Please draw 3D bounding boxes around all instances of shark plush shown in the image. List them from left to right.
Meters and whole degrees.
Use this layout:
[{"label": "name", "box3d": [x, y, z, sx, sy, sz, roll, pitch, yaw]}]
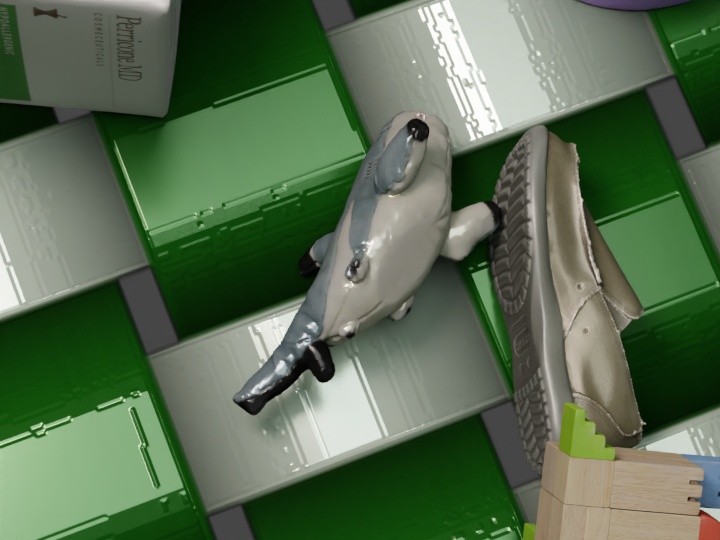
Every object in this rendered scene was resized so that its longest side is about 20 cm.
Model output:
[{"label": "shark plush", "box3d": [0.000, 0.000, 1.369, 0.091, 0.083, 0.201, 30, 83, -41]}]

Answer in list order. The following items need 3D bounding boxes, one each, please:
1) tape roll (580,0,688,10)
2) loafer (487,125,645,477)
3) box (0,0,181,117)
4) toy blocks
[{"label": "tape roll", "box3d": [0.164, -0.260, 1.446, 0.199, 0.066, 0.201, 1, 76, -5]}, {"label": "loafer", "box3d": [0.119, 0.017, 1.371, 0.069, 0.075, 0.201, -2, 80, -17]}, {"label": "box", "box3d": [-0.179, -0.209, 1.334, 0.170, 0.199, 0.201, 4, 76, -4]}, {"label": "toy blocks", "box3d": [0.162, 0.175, 1.306, 0.136, 0.100, 0.201, 5, 94, -11]}]
